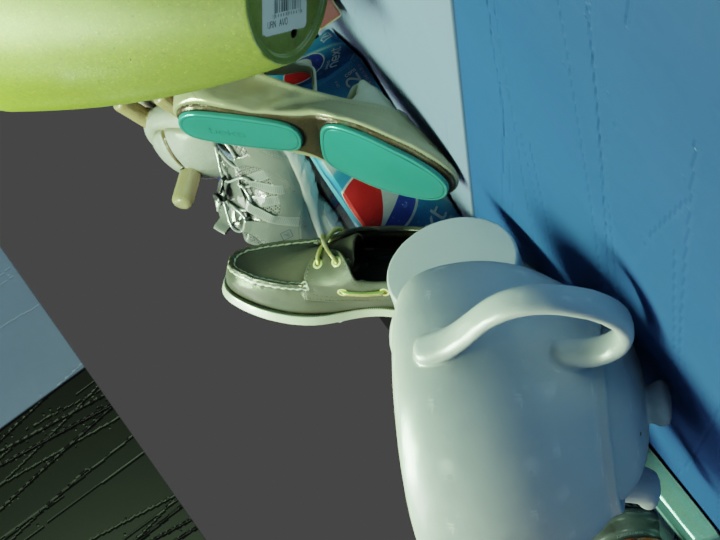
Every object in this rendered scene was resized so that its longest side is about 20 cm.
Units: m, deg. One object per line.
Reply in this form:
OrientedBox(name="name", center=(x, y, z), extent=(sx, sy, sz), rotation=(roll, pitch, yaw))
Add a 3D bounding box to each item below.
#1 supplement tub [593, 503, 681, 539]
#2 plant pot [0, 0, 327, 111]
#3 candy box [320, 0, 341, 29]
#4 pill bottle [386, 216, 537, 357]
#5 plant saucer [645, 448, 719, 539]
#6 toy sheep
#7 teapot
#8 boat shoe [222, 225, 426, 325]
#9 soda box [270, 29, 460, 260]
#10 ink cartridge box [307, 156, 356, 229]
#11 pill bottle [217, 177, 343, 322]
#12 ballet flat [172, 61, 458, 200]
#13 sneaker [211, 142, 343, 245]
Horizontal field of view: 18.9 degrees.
OrientedBox(name="supplement tub", center=(0.178, 0.217, 1.571), extent=(0.123, 0.122, 0.200), rotation=(55, 177, -13))
OrientedBox(name="plant pot", center=(-0.126, -0.178, 1.304), extent=(0.200, 0.187, 0.187), rotation=(9, 151, 28))
OrientedBox(name="candy box", center=(-0.082, -0.212, 1.488), extent=(0.116, 0.055, 0.200), rotation=(55, 176, -14))
OrientedBox(name="pill bottle", center=(0.083, 0.063, 1.404), extent=(0.112, 0.112, 0.200), rotation=(50, 167, 45))
OrientedBox(name="plant saucer", center=(0.180, 0.117, 1.491), extent=(0.200, 0.019, 0.070), rotation=(51, 176, 22))
OrientedBox(name="toy sheep", center=(-0.123, -0.144, 1.750), extent=(0.138, 0.200, 0.138), rotation=(16, 164, 5))
OrientedBox(name="teapot", center=(0.102, 0.080, 1.225), extent=(0.200, 0.146, 0.198), rotation=(-61, -37, -72))
OrientedBox(name="boat shoe", center=(0.000, -0.002, 1.509), extent=(0.072, 0.201, 0.060), rotation=(-76, -15, -46))
OrientedBox(name="soda box", center=(0.011, -0.070, 1.552), extent=(0.200, 0.064, 0.068), rotation=(56, 176, -31))
OrientedBox(name="ink cartridge box", center=(-0.015, -0.088, 1.680), extent=(0.200, 0.067, 0.116), rotation=(56, 175, -25))
OrientedBox(name="pill bottle", center=(-0.039, -0.062, 1.868), extent=(0.200, 0.116, 0.116), rotation=(53, 176, -1))
OrientedBox(name="ballet flat", center=(-0.025, -0.104, 1.443), extent=(0.199, 0.070, 0.069), rotation=(16, 173, 3))
OrientedBox(name="sneaker", center=(-0.076, -0.059, 1.588), extent=(0.075, 0.082, 0.200), rotation=(46, 170, 50))
